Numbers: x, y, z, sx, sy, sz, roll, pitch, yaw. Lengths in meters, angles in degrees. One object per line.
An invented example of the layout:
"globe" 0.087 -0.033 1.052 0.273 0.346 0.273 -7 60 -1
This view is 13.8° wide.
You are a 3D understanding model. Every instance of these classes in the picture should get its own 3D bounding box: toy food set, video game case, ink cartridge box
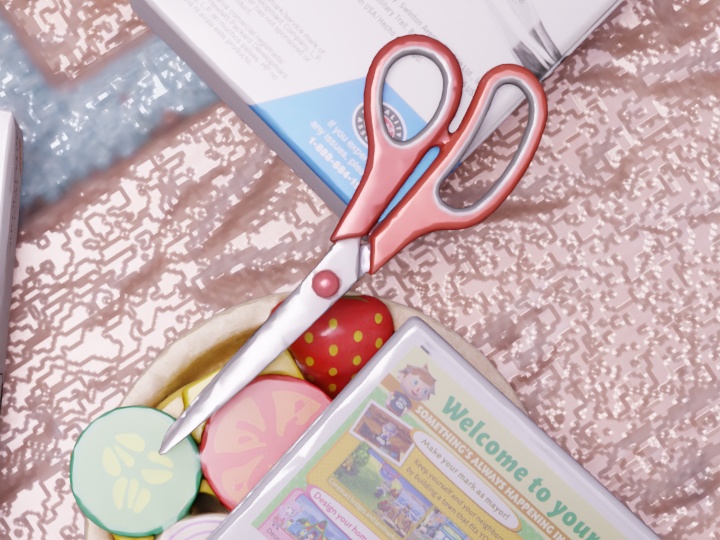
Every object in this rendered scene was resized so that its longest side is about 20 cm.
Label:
"toy food set" -0.016 0.108 1.207 0.198 0.049 0.200 -31 90 -4
"video game case" 0.033 0.150 1.173 0.200 0.022 0.182 42 91 -4
"ink cartridge box" 0.026 -0.131 1.201 0.200 0.084 0.146 -45 91 -4

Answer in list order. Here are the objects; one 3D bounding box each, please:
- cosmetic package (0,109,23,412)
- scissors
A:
"cosmetic package" -0.167 0.036 1.185 0.051 0.083 0.200 5 88 -6
"scissors" 0.000 0.000 1.149 0.073 0.014 0.200 30 87 -5
